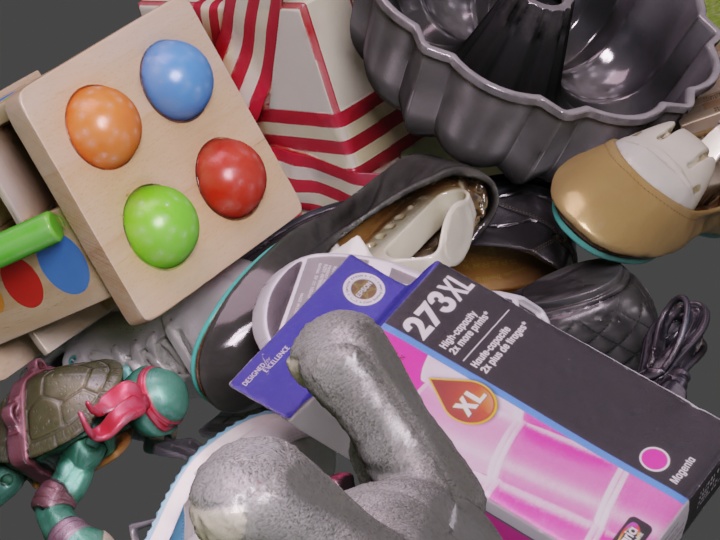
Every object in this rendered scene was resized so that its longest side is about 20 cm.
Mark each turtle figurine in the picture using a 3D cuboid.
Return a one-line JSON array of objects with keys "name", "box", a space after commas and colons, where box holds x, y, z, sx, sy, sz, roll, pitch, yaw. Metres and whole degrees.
[{"name": "turtle figurine", "box": [-0.139, 0.090, 1.146, 0.200, 0.101, 0.150, -17, 17, 26]}]

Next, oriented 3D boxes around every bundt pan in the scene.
[{"name": "bundt pan", "box": [0.083, -0.118, 1.245, 0.202, 0.076, 0.202, 14, 40, -12]}]

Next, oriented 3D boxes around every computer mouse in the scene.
[{"name": "computer mouse", "box": [0.050, 0.041, 1.064, 0.200, 0.044, 0.110, 14, 58, 11]}]

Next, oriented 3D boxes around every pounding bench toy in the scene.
[{"name": "pounding bench toy", "box": [-0.153, -0.024, 1.146, 0.156, 0.124, 0.200, -20, 13, 45]}]

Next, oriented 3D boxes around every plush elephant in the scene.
[{"name": "plush elephant", "box": [-0.017, 0.140, 0.875, 0.155, 0.200, 0.165, -36, 15, 23]}]

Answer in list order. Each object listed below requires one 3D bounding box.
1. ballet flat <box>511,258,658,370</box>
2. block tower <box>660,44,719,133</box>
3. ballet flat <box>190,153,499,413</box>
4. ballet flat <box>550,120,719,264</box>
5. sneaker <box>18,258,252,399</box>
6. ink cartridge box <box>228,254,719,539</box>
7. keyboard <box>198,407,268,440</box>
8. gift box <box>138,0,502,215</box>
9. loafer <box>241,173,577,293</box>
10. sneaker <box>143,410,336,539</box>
[{"name": "ballet flat", "box": [0.047, 0.047, 1.140, 0.200, 0.057, 0.066, -16, 22, 22]}, {"name": "block tower", "box": [0.188, -0.099, 1.350, 0.058, 0.054, 0.200, -18, 22, 2]}, {"name": "ballet flat", "box": [0.000, 0.000, 1.138, 0.068, 0.068, 0.200, 2, 34, 40]}, {"name": "ballet flat", "box": [0.152, -0.048, 1.160, 0.063, 0.069, 0.200, -52, -16, 21]}, {"name": "sneaker", "box": [-0.108, 0.047, 1.227, 0.088, 0.075, 0.200, -29, 9, -34]}, {"name": "ink cartridge box", "box": [0.051, 0.059, 1.000, 0.200, 0.037, 0.095, 28, 54, 21]}, {"name": "keyboard", "box": [0.013, 0.068, 1.176, 0.200, 0.011, 0.056, -3, 28, 33]}, {"name": "gift box", "box": [-0.004, -0.114, 1.374, 0.187, 0.185, 0.200, -32, 19, -31]}, {"name": "loafer", "box": [0.017, 0.003, 1.244, 0.200, 0.073, 0.072, -18, 27, 8]}, {"name": "sneaker", "box": [-0.055, 0.137, 1.010, 0.081, 0.077, 0.200, 6, 39, 30]}]
